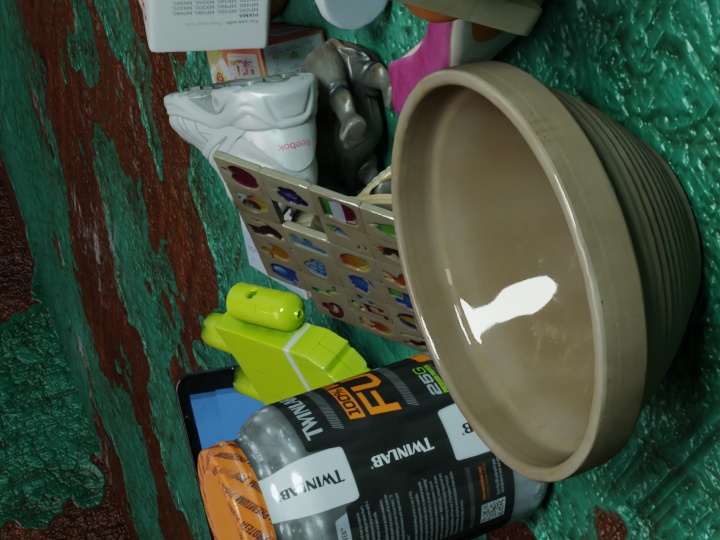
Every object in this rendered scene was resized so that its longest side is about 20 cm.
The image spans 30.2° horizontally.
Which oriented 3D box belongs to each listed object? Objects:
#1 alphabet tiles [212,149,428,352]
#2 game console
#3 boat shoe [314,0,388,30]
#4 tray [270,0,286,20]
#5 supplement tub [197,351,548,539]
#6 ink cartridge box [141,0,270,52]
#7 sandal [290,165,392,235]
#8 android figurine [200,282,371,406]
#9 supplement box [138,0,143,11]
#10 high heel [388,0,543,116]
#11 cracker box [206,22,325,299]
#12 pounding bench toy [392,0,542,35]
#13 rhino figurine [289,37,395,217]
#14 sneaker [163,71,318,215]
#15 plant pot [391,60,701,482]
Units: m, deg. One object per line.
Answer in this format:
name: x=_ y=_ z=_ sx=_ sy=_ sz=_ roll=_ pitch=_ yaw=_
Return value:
alphabet tiles: x=0.000 y=0.000 z=0.864 sx=0.166 sy=0.008 sz=0.200 roll=20 pitch=159 yaw=18
game console: x=-0.077 y=0.190 z=1.233 sx=0.171 sy=0.118 sz=0.201 roll=-162 pitch=57 yaw=-67
boat shoe: x=-0.019 y=-0.248 z=0.818 sx=0.066 sy=0.070 sz=0.201 roll=49 pitch=157 yaw=46
tray: x=-0.067 y=-0.262 z=0.971 sx=0.200 sy=0.037 sz=0.099 roll=146 pitch=106 yaw=-70
supplement tub: x=0.007 y=0.127 z=0.836 sx=0.123 sy=0.199 sz=0.123 roll=51 pitch=150 yaw=45
ink cartridge box: x=-0.105 y=-0.262 z=0.860 sx=0.201 sy=0.084 sz=0.145 roll=98 pitch=163 yaw=-50
sandal: x=0.028 y=-0.047 z=0.830 sx=0.077 sy=0.070 sz=0.211 roll=35 pitch=159 yaw=-29
android figurine: x=-0.042 y=0.087 z=1.077 sx=0.199 sy=0.041 sz=0.183 roll=11 pitch=141 yaw=44
supplement box: x=-0.171 y=-0.312 z=1.153 sx=0.126 sy=0.073 sz=0.201 roll=111 pitch=138 yaw=-59
high heel: x=0.047 y=-0.142 z=0.717 sx=0.096 sy=0.067 sz=0.200 roll=50 pitch=165 yaw=27
cracker box: x=-0.060 y=-0.090 z=1.055 sx=0.134 sy=0.057 sz=0.201 roll=28 pitch=130 yaw=62
pounding bench toy: x=0.044 y=-0.167 z=0.531 sx=0.156 sy=0.124 sz=0.200 roll=-59 pitch=45 yaw=28
rhino figurine: x=-0.014 y=-0.073 z=0.936 sx=0.088 sy=0.059 sz=0.201 roll=55 pitch=151 yaw=36
sneaker: x=-0.083 y=-0.081 z=0.919 sx=0.200 sy=0.077 sz=0.100 roll=-164 pitch=63 yaw=-69
plant pot: x=0.097 y=-0.007 z=0.647 sx=0.201 sy=0.092 sz=0.202 roll=51 pitch=150 yaw=46
